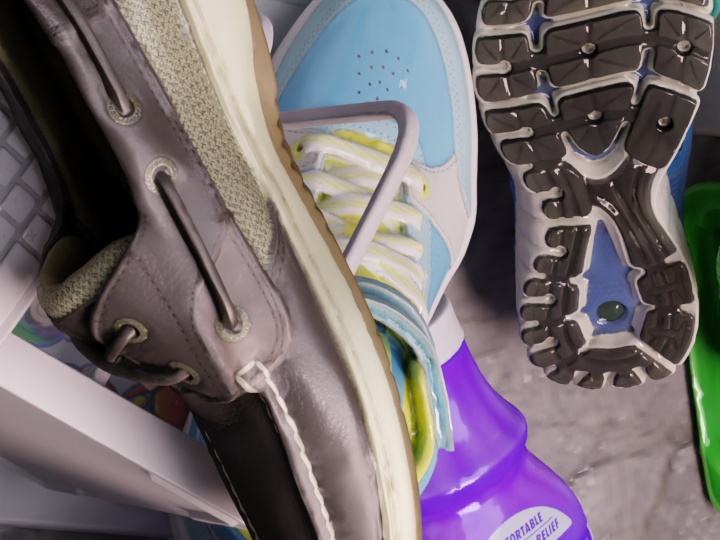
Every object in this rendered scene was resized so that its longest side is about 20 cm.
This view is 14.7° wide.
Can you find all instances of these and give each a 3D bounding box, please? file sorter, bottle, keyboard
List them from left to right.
[{"bbox_3d":[-0.109,-0.036,0.730,0.200,0.139,0.125,32,76,-24],"label":"file sorter"},{"bbox_3d":[-0.086,-0.026,0.659,0.056,0.011,0.200,42,69,-21],"label":"keyboard"},{"bbox_3d":[0.040,0.104,0.935,0.083,0.065,0.200,-32,113,-31],"label":"bottle"}]

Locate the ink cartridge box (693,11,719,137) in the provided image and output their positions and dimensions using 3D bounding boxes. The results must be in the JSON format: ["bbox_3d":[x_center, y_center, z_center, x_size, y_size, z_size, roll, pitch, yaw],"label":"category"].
[{"bbox_3d":[0.224,-0.081,0.983,0.147,0.200,0.086,2,93,-38],"label":"ink cartridge box"}]

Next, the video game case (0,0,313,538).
[{"bbox_3d":[-0.090,-0.021,0.847,0.182,0.024,0.200,9,88,-39],"label":"video game case"}]

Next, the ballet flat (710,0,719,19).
[{"bbox_3d":[0.047,-0.135,0.928,0.200,0.067,0.067,15,53,-38],"label":"ballet flat"}]

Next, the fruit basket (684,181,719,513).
[{"bbox_3d":[0.194,0.026,0.965,0.215,0.215,0.156,-18,105,-37],"label":"fruit basket"}]

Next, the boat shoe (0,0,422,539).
[{"bbox_3d":[-0.046,-0.005,0.645,0.066,0.072,0.201,-24,102,-25],"label":"boat shoe"}]

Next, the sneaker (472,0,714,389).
[{"bbox_3d":[0.075,-0.060,0.927,0.078,0.089,0.200,-2,128,1],"label":"sneaker"}]

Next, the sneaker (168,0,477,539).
[{"bbox_3d":[0.000,0.000,0.814,0.079,0.131,0.200,12,83,-8],"label":"sneaker"}]
